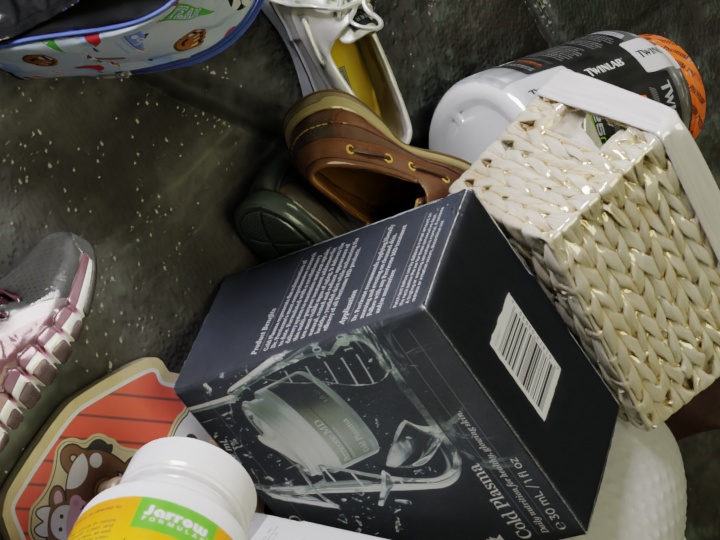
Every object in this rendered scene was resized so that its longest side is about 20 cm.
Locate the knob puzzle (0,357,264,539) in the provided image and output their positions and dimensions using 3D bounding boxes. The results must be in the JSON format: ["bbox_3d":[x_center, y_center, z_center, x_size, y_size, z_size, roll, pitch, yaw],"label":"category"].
[{"bbox_3d":[-0.135,0.153,1.215,0.219,0.030,0.220,2,87,-41],"label":"knob puzzle"}]

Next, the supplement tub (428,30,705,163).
[{"bbox_3d":[0.157,-0.106,1.424,0.200,0.122,0.123,-23,103,-39],"label":"supplement tub"}]

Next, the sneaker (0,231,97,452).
[{"bbox_3d":[-0.237,0.040,1.105,0.115,0.076,0.200,40,64,-29],"label":"sneaker"}]

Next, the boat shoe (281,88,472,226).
[{"bbox_3d":[0.031,-0.045,1.300,0.200,0.072,0.068,29,34,-31],"label":"boat shoe"}]

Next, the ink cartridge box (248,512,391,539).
[{"bbox_3d":[-0.037,0.250,1.167,0.200,0.175,0.084,-50,140,-45],"label":"ink cartridge box"}]

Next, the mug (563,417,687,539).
[{"bbox_3d":[0.165,0.194,1.334,0.200,0.147,0.176,45,52,-23],"label":"mug"}]

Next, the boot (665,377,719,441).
[{"bbox_3d":[0.205,0.119,1.421,0.072,0.166,0.201,-16,98,-50],"label":"boot"}]

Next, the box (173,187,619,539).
[{"bbox_3d":[0.027,0.081,1.235,0.200,0.196,0.124,53,37,-25],"label":"box"}]

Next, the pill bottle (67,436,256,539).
[{"bbox_3d":[-0.123,0.190,1.100,0.111,0.111,0.200,54,32,-25],"label":"pill bottle"}]

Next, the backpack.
[{"bbox_3d":[-0.138,-0.196,1.126,0.154,0.190,0.201,14,79,-56],"label":"backpack"}]

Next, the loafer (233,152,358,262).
[{"bbox_3d":[0.000,0.000,1.319,0.200,0.072,0.063,45,50,-26],"label":"loafer"}]

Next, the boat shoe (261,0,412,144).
[{"bbox_3d":[-0.013,-0.167,1.301,0.075,0.086,0.202,-31,108,-38],"label":"boat shoe"}]

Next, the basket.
[{"bbox_3d":[0.164,-0.011,1.283,0.123,0.135,0.200,-40,124,-14],"label":"basket"}]
